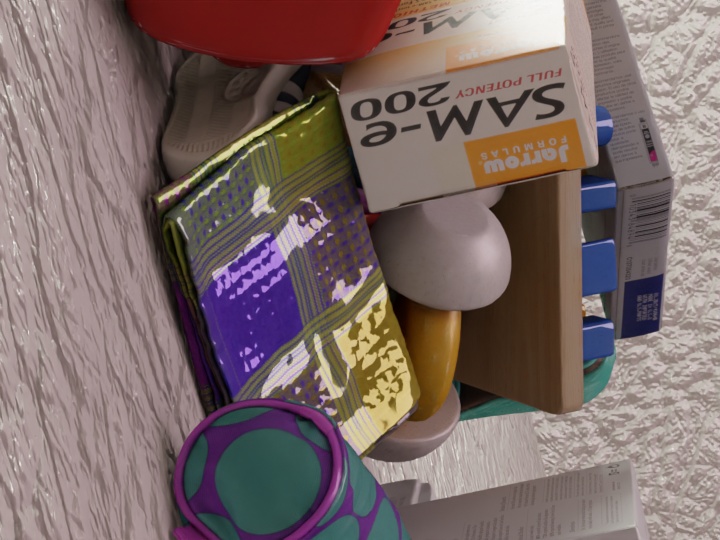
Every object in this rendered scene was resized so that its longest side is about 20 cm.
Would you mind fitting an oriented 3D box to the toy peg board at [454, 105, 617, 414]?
[{"bbox_3d":[0.101,-0.034,1.596,0.199,0.098,0.201,16,-68,55],"label":"toy peg board"}]

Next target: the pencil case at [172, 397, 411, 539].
[{"bbox_3d":[-0.027,0.133,1.251,0.085,0.092,0.200,45,-8,27],"label":"pencil case"}]

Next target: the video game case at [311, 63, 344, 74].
[{"bbox_3d":[-0.068,-0.213,1.486,0.143,0.018,0.201,13,-56,51],"label":"video game case"}]

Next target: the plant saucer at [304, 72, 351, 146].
[{"bbox_3d":[0.031,-0.129,1.737,0.200,0.199,0.036,-94,-172,-51],"label":"plant saucer"}]

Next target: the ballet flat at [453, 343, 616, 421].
[{"bbox_3d":[0.076,0.077,1.723,0.070,0.199,0.068,62,23,-57],"label":"ballet flat"}]

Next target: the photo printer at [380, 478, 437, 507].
[{"bbox_3d":[0.036,0.248,1.626,0.166,0.069,0.201,-62,139,-80],"label":"photo printer"}]

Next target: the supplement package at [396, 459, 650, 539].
[{"bbox_3d":[0.071,0.212,1.425,0.152,0.199,0.151,-61,138,-80],"label":"supplement package"}]

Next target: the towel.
[{"bbox_3d":[-0.033,0.022,1.338,0.144,0.023,0.201,-37,121,-39],"label":"towel"}]

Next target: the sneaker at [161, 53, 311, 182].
[{"bbox_3d":[-0.062,-0.068,1.414,0.200,0.075,0.085,-69,145,-61],"label":"sneaker"}]

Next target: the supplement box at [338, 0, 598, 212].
[{"bbox_3d":[0.061,-0.115,1.414,0.200,0.126,0.074,-84,159,-64],"label":"supplement box"}]

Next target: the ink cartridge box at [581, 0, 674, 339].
[{"bbox_3d":[0.159,-0.087,1.666,0.197,0.043,0.201,81,-3,-61],"label":"ink cartridge box"}]

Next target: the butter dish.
[{"bbox_3d":[-0.053,-0.173,1.356,0.200,0.199,0.148,-93,-168,-49],"label":"butter dish"}]

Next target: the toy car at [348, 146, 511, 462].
[{"bbox_3d":[0.000,0.000,1.499,0.200,0.149,0.175,-88,-169,-52],"label":"toy car"}]
